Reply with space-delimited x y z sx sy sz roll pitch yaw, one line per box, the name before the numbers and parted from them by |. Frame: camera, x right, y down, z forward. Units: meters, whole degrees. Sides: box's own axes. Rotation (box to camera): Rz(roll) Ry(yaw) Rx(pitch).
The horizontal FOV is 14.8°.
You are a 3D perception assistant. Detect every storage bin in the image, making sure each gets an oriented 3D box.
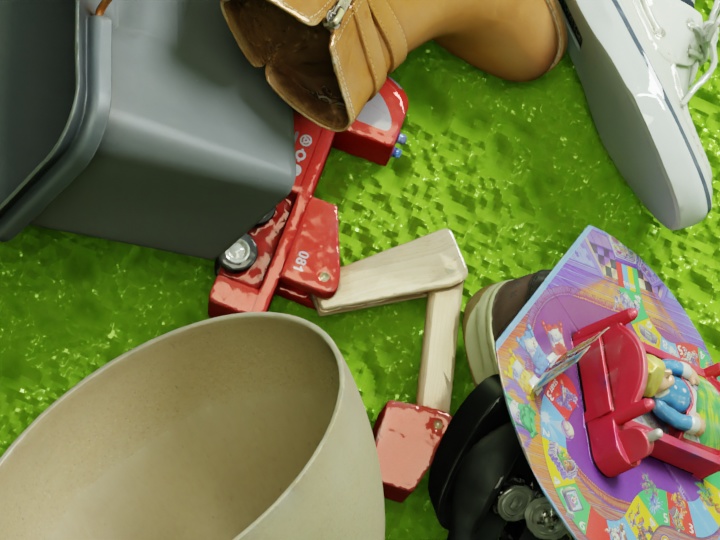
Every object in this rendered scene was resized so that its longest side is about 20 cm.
storage bin | -0.103 -0.108 1.330 0.134 0.146 0.200 16 54 -30

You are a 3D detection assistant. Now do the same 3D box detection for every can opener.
can opener | 0.054 0.152 1.333 0.063 0.079 0.200 16 104 -16

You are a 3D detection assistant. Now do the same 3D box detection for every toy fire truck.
toy fire truck | 0.000 0.000 1.388 0.141 0.049 0.200 21 78 0

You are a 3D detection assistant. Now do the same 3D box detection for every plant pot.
plant pot | -0.067 0.135 1.303 0.200 0.200 0.135 -37 120 -10

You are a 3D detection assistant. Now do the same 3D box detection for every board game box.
board game box | 0.143 0.063 1.323 0.039 0.200 0.158 -27 101 34

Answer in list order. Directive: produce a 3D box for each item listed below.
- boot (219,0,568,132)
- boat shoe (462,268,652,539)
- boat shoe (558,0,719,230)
boot | 0.013 -0.120 1.348 0.200 0.074 0.155 38 42 -21
boat shoe | 0.110 0.095 1.356 0.073 0.065 0.200 -21 87 -40
boat shoe | 0.151 -0.122 1.416 0.086 0.075 0.202 -21 72 -11
